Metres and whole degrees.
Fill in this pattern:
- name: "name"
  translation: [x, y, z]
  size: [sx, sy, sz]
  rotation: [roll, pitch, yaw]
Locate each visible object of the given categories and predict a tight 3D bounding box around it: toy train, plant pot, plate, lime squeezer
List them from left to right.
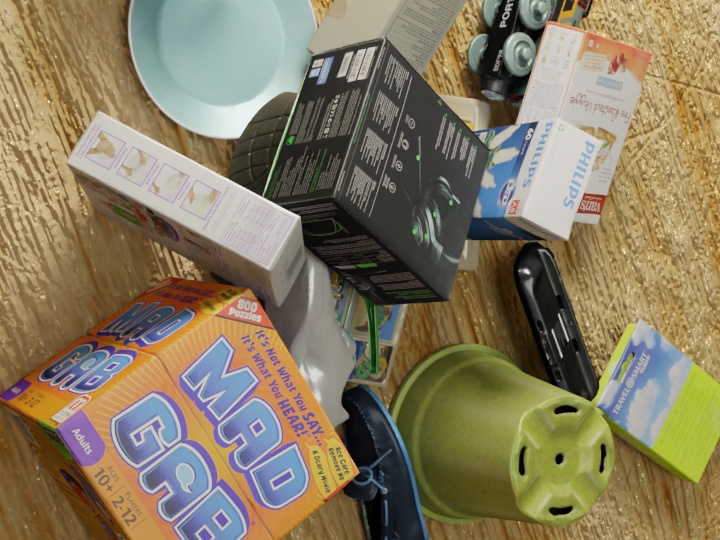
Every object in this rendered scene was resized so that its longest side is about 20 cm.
- name: "plate"
  translation: [-0.134, -0.227, 1.258]
  size: [0.200, 0.026, 0.201]
  rotation: [-1, 92, -29]
- name: "lime squeezer"
  translation: [0.000, 0.000, 1.267]
  size: [0.038, 0.071, 0.201]
  rotation: [-12, 114, 15]
- name: "plant pot"
  translation: [0.157, 0.184, 1.346]
  size: [0.200, 0.184, 0.201]
  rotation: [-2, 94, -29]
- name: "toy train"
  translation: [0.191, -0.270, 1.407]
  size: [0.114, 0.085, 0.201]
  rotation: [22, 82, -37]

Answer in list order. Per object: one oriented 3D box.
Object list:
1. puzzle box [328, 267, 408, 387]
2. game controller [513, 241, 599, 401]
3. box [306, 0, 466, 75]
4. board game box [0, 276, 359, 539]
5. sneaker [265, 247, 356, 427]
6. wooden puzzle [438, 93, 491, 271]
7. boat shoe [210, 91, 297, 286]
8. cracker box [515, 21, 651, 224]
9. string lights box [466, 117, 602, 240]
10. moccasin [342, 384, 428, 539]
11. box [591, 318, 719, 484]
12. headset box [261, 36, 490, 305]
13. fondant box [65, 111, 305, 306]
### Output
- name: "puzzle box"
  translation: [-0.010, 0.012, 1.314]
  size: [0.133, 0.025, 0.201]
  rotation: [12, 96, -24]
- name: "game controller"
  translation: [0.214, 0.069, 1.433]
  size: [0.104, 0.042, 0.201]
  rotation: [-42, 114, -55]
- name: "box"
  translation: [0.044, -0.273, 1.266]
  size: [0.095, 0.078, 0.200]
  rotation: [15, 112, -52]
- name: "board game box"
  translation: [-0.165, 0.146, 1.157]
  size: [0.200, 0.200, 0.200]
  rotation: [-37, 109, -22]
- name: "sneaker"
  translation: [-0.040, 0.064, 1.268]
  size: [0.088, 0.075, 0.201]
  rotation: [-9, 111, -34]
- name: "wooden puzzle"
  translation: [0.054, -0.098, 1.361]
  size: [0.199, 0.037, 0.186]
  rotation: [5, 90, -29]
- name: "boat shoe"
  translation: [-0.091, -0.075, 1.265]
  size: [0.075, 0.074, 0.201]
  rotation: [22, 88, 15]
- name: "cracker box"
  translation: [0.230, -0.155, 1.396]
  size: [0.134, 0.058, 0.201]
  rotation: [3, 107, -47]
- name: "string lights box"
  translation: [0.146, -0.086, 1.277]
  size: [0.059, 0.200, 0.103]
  rotation: [25, 81, -23]
- name: "moccasin"
  translation: [0.016, 0.218, 1.330]
  size: [0.068, 0.080, 0.201]
  rotation: [-24, 102, -21]
- name: "box"
  translation: [0.350, 0.153, 1.524]
  size: [0.200, 0.048, 0.122]
  rotation: [36, 75, -29]
- name: "headset box"
  translation: [0.023, -0.083, 1.209]
  size: [0.200, 0.093, 0.175]
  rotation: [39, 58, -41]
- name: "fondant box"
  translation: [-0.149, -0.050, 1.144]
  size: [0.200, 0.144, 0.058]
  rotation: [27, 77, 6]
